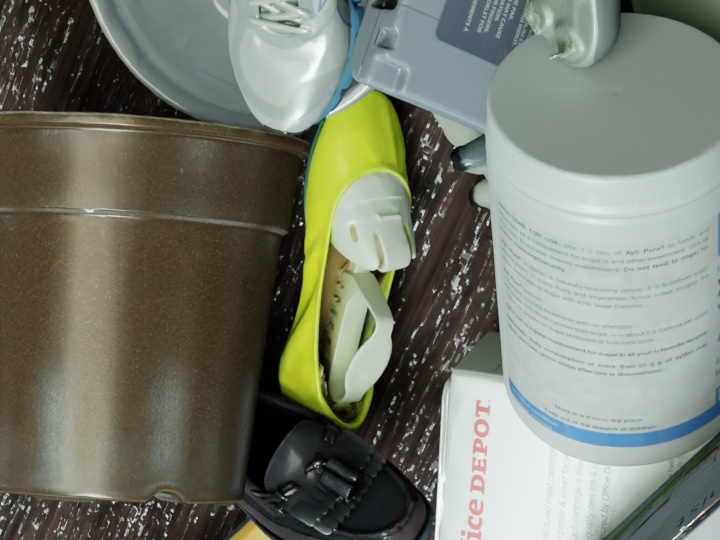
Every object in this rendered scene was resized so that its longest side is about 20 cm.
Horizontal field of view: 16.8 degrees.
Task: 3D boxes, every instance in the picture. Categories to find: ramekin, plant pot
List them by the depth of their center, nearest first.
[{"bbox_3d":[-0.043,-0.184,1.316,0.198,0.105,0.202,6,108,18],"label":"ramekin"},{"bbox_3d":[-0.130,0.024,1.326,0.199,0.200,0.200,1,87,20],"label":"plant pot"}]

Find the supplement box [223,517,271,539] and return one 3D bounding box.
[{"bbox_3d":[-0.089,0.212,1.469,0.067,0.069,0.200,48,117,1],"label":"supplement box"}]

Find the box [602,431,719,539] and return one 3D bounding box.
[{"bbox_3d":[0.164,0.166,1.210,0.097,0.176,0.200,45,113,1],"label":"box"}]

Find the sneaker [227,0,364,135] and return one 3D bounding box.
[{"bbox_3d":[-0.039,-0.162,1.217,0.074,0.087,0.202,10,110,15],"label":"sneaker"}]

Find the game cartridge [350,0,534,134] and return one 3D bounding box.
[{"bbox_3d":[0.080,-0.171,1.247,0.041,0.133,0.202,18,89,51],"label":"game cartridge"}]

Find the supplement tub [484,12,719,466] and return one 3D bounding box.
[{"bbox_3d":[0.131,-0.012,1.225,0.131,0.132,0.201,10,136,17],"label":"supplement tub"}]

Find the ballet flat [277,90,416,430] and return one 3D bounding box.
[{"bbox_3d":[0.000,0.000,1.370,0.067,0.066,0.201,41,127,48],"label":"ballet flat"}]

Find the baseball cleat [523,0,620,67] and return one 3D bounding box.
[{"bbox_3d":[0.109,-0.202,1.173,0.070,0.106,0.202,-13,92,61],"label":"baseball cleat"}]

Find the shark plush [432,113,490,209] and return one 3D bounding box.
[{"bbox_3d":[0.129,-0.079,1.307,0.198,0.091,0.084,5,77,24],"label":"shark plush"}]

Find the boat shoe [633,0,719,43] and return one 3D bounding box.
[{"bbox_3d":[0.202,-0.105,1.251,0.072,0.060,0.202,-24,91,53],"label":"boat shoe"}]

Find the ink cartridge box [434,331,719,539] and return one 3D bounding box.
[{"bbox_3d":[0.147,0.124,1.345,0.198,0.084,0.147,9,109,17],"label":"ink cartridge box"}]

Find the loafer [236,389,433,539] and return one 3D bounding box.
[{"bbox_3d":[-0.046,0.107,1.380,0.199,0.072,0.063,23,153,40],"label":"loafer"}]
